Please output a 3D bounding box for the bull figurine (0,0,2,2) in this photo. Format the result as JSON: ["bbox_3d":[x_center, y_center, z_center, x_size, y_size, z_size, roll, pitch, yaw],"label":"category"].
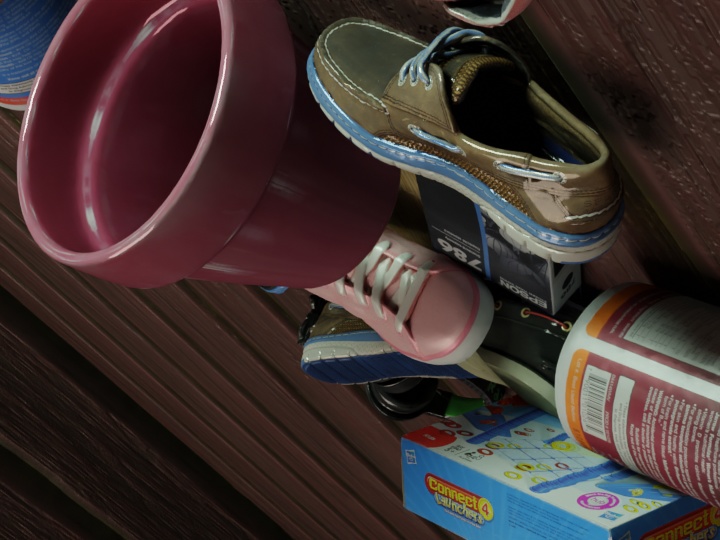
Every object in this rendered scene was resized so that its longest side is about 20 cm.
[{"bbox_3d":[-0.270,-0.183,0.965,0.121,0.065,0.200,34,125,-31],"label":"bull figurine"}]

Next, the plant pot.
[{"bbox_3d":[-0.081,-0.073,0.946,0.179,0.200,0.200,22,179,-43],"label":"plant pot"}]

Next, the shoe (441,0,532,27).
[{"bbox_3d":[0.037,-0.146,0.621,0.071,0.091,0.200,41,165,-17],"label":"shoe"}]

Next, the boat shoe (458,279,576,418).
[{"bbox_3d":[0.091,0.041,1.091,0.074,0.063,0.201,43,169,-37],"label":"boat shoe"}]

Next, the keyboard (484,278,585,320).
[{"bbox_3d":[0.163,0.040,1.063,0.200,0.011,0.056,27,172,31],"label":"keyboard"}]

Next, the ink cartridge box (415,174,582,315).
[{"bbox_3d":[0.088,-0.030,0.977,0.099,0.039,0.200,30,165,21],"label":"ink cartridge box"}]

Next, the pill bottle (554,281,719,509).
[{"bbox_3d":[0.217,0.082,0.886,0.200,0.110,0.110,22,160,45],"label":"pill bottle"}]

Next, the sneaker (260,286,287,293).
[{"bbox_3d":[-0.097,-0.033,1.330,0.083,0.071,0.200,37,170,-28],"label":"sneaker"}]

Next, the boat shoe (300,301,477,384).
[{"bbox_3d":[0.042,0.042,1.220,0.200,0.073,0.072,-5,153,29],"label":"boat shoe"}]

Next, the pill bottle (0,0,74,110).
[{"bbox_3d":[-0.262,-0.208,1.079,0.112,0.112,0.200,29,164,25],"label":"pill bottle"}]

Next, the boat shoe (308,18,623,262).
[{"bbox_3d":[0.055,-0.087,0.804,0.200,0.072,0.072,33,148,23],"label":"boat shoe"}]

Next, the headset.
[{"bbox_3d":[0.038,0.076,1.408,0.200,0.094,0.124,15,155,17],"label":"headset"}]

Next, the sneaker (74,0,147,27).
[{"bbox_3d":[-0.147,-0.184,1.005,0.077,0.076,0.200,-8,148,-3],"label":"sneaker"}]

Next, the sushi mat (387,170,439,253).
[{"bbox_3d":[0.028,-0.046,1.113,0.096,0.012,0.200,30,164,31],"label":"sushi mat"}]

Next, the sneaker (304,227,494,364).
[{"bbox_3d":[0.000,0.000,1.067,0.105,0.075,0.200,22,-171,-38],"label":"sneaker"}]

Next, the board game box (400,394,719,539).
[{"bbox_3d":[0.163,0.133,1.019,0.200,0.196,0.056,17,117,51],"label":"board game box"}]
